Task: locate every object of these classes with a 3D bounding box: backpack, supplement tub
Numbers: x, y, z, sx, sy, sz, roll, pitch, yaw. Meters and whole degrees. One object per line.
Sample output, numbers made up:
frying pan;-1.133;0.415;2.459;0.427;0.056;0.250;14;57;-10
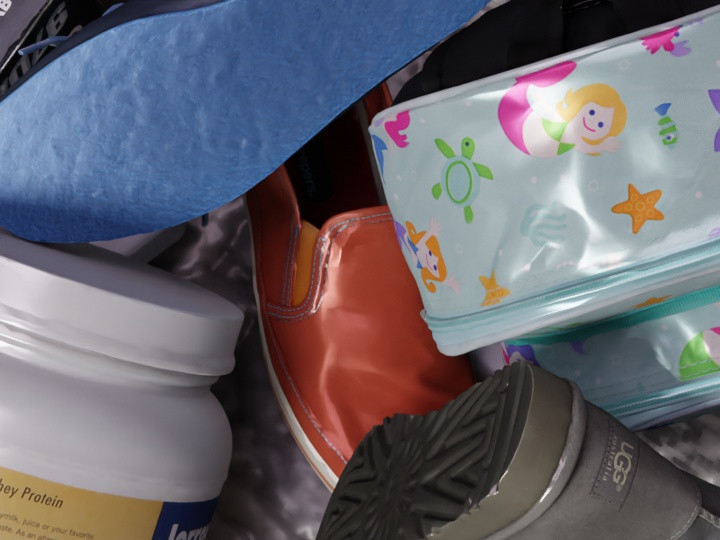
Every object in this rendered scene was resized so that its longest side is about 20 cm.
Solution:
backpack;0.095;-0.031;0.697;0.176;0.200;0.152;-16;89;11
supplement tub;-0.126;0.090;0.739;0.143;0.144;0.202;20;95;22

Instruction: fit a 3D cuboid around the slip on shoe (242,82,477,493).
slip on shoe;0.000;0.000;0.777;0.073;0.061;0.202;-10;74;-20

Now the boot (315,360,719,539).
boot;0.096;0.109;0.690;0.199;0.182;0.073;25;68;-18

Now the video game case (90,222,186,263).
video game case;-0.197;-0.036;0.842;0.182;0.022;0.200;-37;72;-19

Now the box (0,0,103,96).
box;-0.212;-0.061;0.790;0.158;0.046;0.201;33;83;15

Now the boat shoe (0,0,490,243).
boat shoe;-0.036;-0.069;0.737;0.199;0.069;0.085;-24;110;-1

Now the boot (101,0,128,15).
boot;-0.106;-0.134;0.824;0.077;0.138;0.201;-34;68;3
